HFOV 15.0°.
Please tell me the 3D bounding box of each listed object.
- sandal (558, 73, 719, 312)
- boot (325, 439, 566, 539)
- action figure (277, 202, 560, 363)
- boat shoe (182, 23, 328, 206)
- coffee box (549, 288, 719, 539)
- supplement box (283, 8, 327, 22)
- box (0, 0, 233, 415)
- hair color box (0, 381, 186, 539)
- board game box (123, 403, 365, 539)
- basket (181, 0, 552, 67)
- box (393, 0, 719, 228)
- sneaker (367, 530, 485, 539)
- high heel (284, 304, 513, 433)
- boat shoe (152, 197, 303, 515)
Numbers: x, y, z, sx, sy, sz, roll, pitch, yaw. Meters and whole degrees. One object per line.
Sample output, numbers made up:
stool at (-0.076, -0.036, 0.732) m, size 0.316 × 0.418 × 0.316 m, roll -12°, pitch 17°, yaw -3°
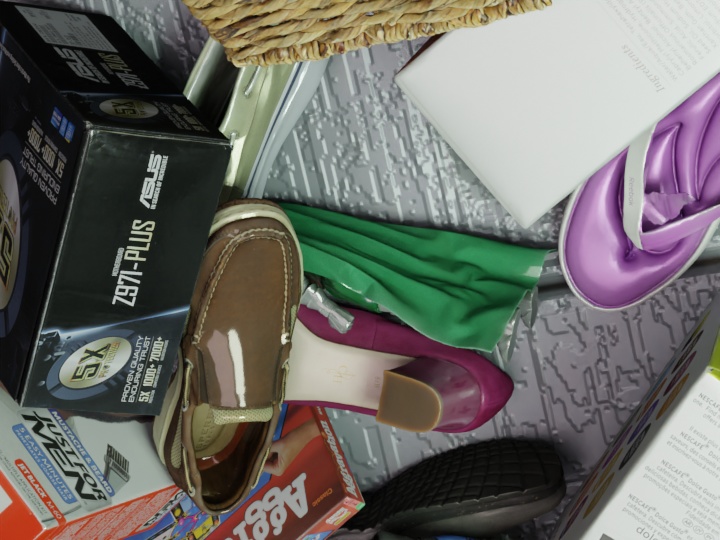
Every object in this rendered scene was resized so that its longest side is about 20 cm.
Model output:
sandal at (0.178, -0.057, 1.507) m, size 0.082 × 0.050 × 0.203 m, roll 39°, pitch 111°, yaw -1°
boot at (0.048, 0.183, 1.611) m, size 0.200 × 0.068 × 0.131 m, roll -20°, pitch 111°, yaw 20°
action figure at (0.000, 0.000, 1.548) m, size 0.200 × 0.118 × 0.055 m, roll 16°, pitch 119°, yaw 17°
boat shoe at (-0.088, -0.065, 1.532) m, size 0.072 × 0.062 × 0.200 m, roll 26°, pitch 92°, yaw 46°
coffee box at (0.224, 0.150, 1.478) m, size 0.200 × 0.200 × 0.198 m, roll 34°, pitch 110°, yaw 2°
supplement box at (0.016, -0.228, 1.462) m, size 0.061 × 0.109 × 0.200 m, roll 38°, pitch 110°, yaw 2°
box at (-0.162, -0.038, 1.508) m, size 0.086 × 0.200 × 0.164 m, roll 5°, pitch 113°, yaw -28°
hair color box at (-0.177, 0.104, 1.545) m, size 0.064 × 0.200 × 0.111 m, roll -43°, pitch 79°, yaw 20°
board game box at (-0.087, 0.158, 1.612) m, size 0.200 × 0.103 × 0.019 m, roll -43°, pitch 138°, yaw 20°
basket at (-0.009, -0.208, 1.376) m, size 0.200 × 0.143 × 0.149 m, roll -11°, pitch 145°, yaw 28°
box at (0.136, -0.139, 1.438) m, size 0.200 × 0.152 × 0.106 m, roll -39°, pitch 95°, yaw 20°
sneaker at (0.015, 0.235, 1.564) m, size 0.111 × 0.077 × 0.200 m, roll 10°, pitch 119°, yaw -11°
high heel at (-0.011, 0.048, 1.593) m, size 0.200 × 0.096 × 0.068 m, roll 27°, pitch 108°, yaw 27°
boat shoe at (-0.065, 0.054, 1.505) m, size 0.075 × 0.075 × 0.203 m, roll -6°, pitch 135°, yaw -18°
